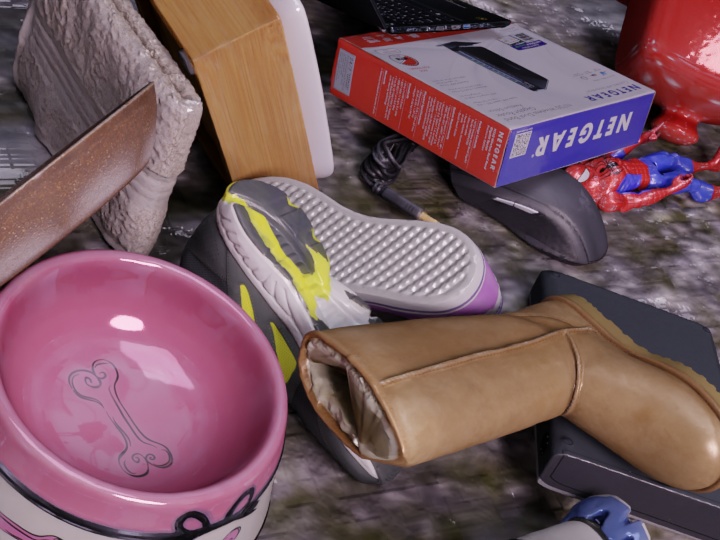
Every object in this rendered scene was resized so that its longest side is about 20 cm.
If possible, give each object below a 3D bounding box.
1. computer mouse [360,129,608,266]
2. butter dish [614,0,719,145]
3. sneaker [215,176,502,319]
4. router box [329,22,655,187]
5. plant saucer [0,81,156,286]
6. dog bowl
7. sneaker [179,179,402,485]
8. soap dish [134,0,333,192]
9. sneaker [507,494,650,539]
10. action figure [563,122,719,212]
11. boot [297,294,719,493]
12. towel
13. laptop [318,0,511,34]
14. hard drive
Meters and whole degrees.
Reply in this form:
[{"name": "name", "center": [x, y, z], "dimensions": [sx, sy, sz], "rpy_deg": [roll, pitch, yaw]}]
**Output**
[{"name": "computer mouse", "center": [0.099, -0.063, 0.916], "dimensions": [0.200, 0.046, 0.140], "rpy_deg": [36, 41, 12]}, {"name": "butter dish", "center": [0.310, -0.185, 1.077], "dimensions": [0.199, 0.149, 0.200], "rpy_deg": [25, 0, -1]}, {"name": "sneaker", "center": [0.000, 0.001, 0.801], "dimensions": [0.200, 0.114, 0.073], "rpy_deg": [18, 82, 25]}, {"name": "router box", "center": [0.107, -0.144, 0.956], "dimensions": [0.179, 0.049, 0.199], "rpy_deg": [34, 35, 32]}, {"name": "plant saucer", "center": [-0.185, -0.031, 0.665], "dimensions": [0.037, 0.200, 0.201], "rpy_deg": [53, 41, -14]}, {"name": "dog bowl", "center": [-0.128, 0.073, 0.636], "dimensions": [0.199, 0.074, 0.201], "rpy_deg": [19, 40, -17]}, {"name": "sneaker", "center": [-0.039, 0.044, 0.729], "dimensions": [0.074, 0.084, 0.201], "rpy_deg": [-23, 82, -51]}, {"name": "soap dish", "center": [-0.092, -0.146, 0.810], "dimensions": [0.081, 0.200, 0.158], "rpy_deg": [-29, 61, -10]}, {"name": "sneaker", "center": [0.127, 0.217, 0.635], "dimensions": [0.115, 0.081, 0.200], "rpy_deg": [-7, 44, -26]}, {"name": "action figure", "center": [0.250, -0.084, 1.011], "dimensions": [0.199, 0.052, 0.066], "rpy_deg": [-8, 55, -28]}, {"name": "boot", "center": [0.090, 0.081, 0.665], "dimensions": [0.199, 0.066, 0.175], "rpy_deg": [-7, 32, -38]}, {"name": "towel", "center": [-0.173, -0.120, 0.780], "dimensions": [0.034, 0.133, 0.200], "rpy_deg": [-12, 53, -39]}, {"name": "laptop", "center": [0.003, -0.268, 0.991], "dimensions": [0.199, 0.104, 0.177], "rpy_deg": [-10, 30, -32]}, {"name": "hard drive", "center": [0.184, 0.085, 0.798], "dimensions": [0.139, 0.033, 0.200], "rpy_deg": [19, 34, -6]}]
